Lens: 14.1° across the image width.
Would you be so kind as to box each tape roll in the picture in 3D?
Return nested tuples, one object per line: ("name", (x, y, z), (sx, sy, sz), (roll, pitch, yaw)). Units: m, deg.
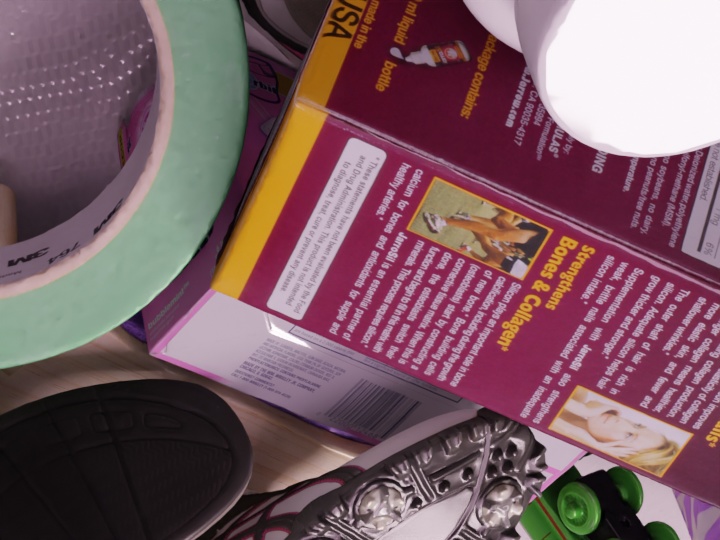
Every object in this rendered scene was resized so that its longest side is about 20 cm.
("tape roll", (-0.138, -0.067, 0.991), (0.199, 0.048, 0.202), (-1, 107, -4))

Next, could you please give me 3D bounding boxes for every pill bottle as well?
("pill bottle", (0.077, -0.136, 0.933), (0.119, 0.201, 0.120), (-8, 137, -7))

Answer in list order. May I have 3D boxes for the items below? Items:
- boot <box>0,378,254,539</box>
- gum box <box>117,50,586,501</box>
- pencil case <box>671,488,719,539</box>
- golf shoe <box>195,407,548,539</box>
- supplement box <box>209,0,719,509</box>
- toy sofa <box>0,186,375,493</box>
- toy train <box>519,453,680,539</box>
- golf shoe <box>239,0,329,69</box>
("boot", (-0.133, 0.114, 1.102), (0.203, 0.074, 0.154), (-27, 166, -6))
("gum box", (0.000, 0.000, 1.113), (0.199, 0.114, 0.066), (24, 125, -34))
("pencil case", (0.147, 0.066, 1.167), (0.085, 0.200, 0.084), (-32, 123, 11))
("golf shoe", (-0.024, 0.104, 1.098), (0.200, 0.088, 0.077), (-37, 129, 9))
("supplement box", (0.064, -0.015, 0.985), (0.199, 0.086, 0.110), (23, 141, -4))
("toy sofa", (-0.074, 0.041, 1.147), (0.200, 0.083, 0.097), (27, 130, -35))
("toy train", (0.102, 0.120, 1.220), (0.042, 0.200, 0.056), (-15, 152, -43))
("golf shoe", (0.029, -0.081, 1.084), (0.092, 0.073, 0.200), (-9, 149, 39))
